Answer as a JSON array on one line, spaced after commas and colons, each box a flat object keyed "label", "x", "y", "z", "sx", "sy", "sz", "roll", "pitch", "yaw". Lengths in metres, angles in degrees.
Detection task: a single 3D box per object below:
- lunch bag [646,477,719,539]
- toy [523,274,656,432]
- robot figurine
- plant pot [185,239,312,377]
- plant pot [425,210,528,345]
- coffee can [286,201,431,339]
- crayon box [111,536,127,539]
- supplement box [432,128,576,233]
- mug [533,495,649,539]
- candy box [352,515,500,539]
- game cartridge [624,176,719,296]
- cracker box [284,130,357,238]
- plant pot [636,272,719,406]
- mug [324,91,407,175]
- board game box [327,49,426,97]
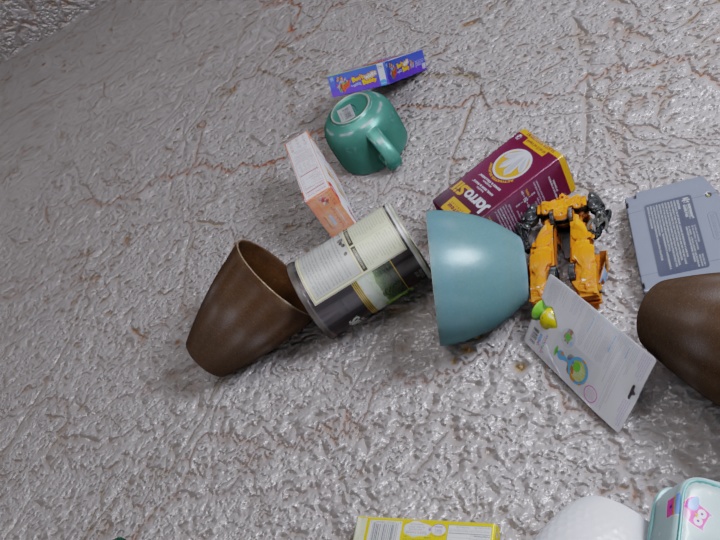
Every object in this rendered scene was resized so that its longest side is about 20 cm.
[{"label": "lunch bag", "x": 0.379, "y": 0.296, "z": 0.722, "sx": 0.199, "sy": 0.077, "sz": 0.161, "roll": 21, "pitch": 57, "yaw": 0}, {"label": "toy", "x": 0.308, "y": 0.103, "z": 0.996, "sx": 0.047, "sy": 0.115, "sz": 0.200, "roll": -4, "pitch": 33, "yaw": -32}, {"label": "robot figurine", "x": 0.307, "y": -0.032, "z": 1.125, "sx": 0.145, "sy": 0.058, "sz": 0.201, "roll": -9, "pitch": 50, "yaw": 26}, {"label": "plant pot", "x": -0.203, "y": 0.083, "z": 1.295, "sx": 0.200, "sy": 0.187, "sz": 0.187, "roll": -48, "pitch": 41, "yaw": 10}, {"label": "plant pot", "x": 0.173, "y": 0.004, "z": 1.100, "sx": 0.134, "sy": 0.200, "sz": 0.201, "roll": -7, "pitch": 48, "yaw": 7}, {"label": "coffee can", "x": 0.000, "y": 0.000, "z": 1.234, "sx": 0.200, "sy": 0.146, "sz": 0.147, "roll": -32, "pitch": 43, "yaw": 6}, {"label": "crayon box", "x": -0.430, "y": 0.525, "z": 1.127, "sx": 0.200, "sy": 0.058, "sz": 0.173, "roll": -26, "pitch": 44, "yaw": 12}, {"label": "supplement box", "x": 0.235, "y": -0.125, "z": 1.232, "sx": 0.200, "sy": 0.086, "sz": 0.110, "roll": -38, "pitch": 43, "yaw": -1}, {"label": "mug", "x": 0.260, "y": 0.349, "z": 0.780, "sx": 0.200, "sy": 0.148, "sz": 0.175, "roll": 30, "pitch": 64, "yaw": 15}, {"label": "candy box", "x": 0.076, "y": 0.370, "z": 0.952, "sx": 0.199, "sy": 0.026, "sz": 0.102, "roll": -7, "pitch": 53, "yaw": 29}, {"label": "game cartridge", "x": 0.455, "y": -0.042, "z": 1.054, "sx": 0.133, "sy": 0.042, "sz": 0.200, "roll": -11, "pitch": 49, "yaw": 20}, {"label": "cracker box", "x": -0.072, "y": -0.157, "z": 1.428, "sx": 0.058, "sy": 0.134, "sz": 0.200, "roll": -29, "pitch": 44, "yaw": 7}, {"label": "plant pot", "x": 0.432, "y": 0.078, "z": 0.869, "sx": 0.187, "sy": 0.187, "sz": 0.200, "roll": -49, "pitch": 30, "yaw": -13}, {"label": "mug", "x": 0.016, "y": -0.283, "z": 1.492, "sx": 0.185, "sy": 0.114, "sz": 0.152, "roll": 7, "pitch": 58, "yaw": 38}, {"label": "board game box", "x": 0.038, "y": -0.416, "z": 1.572, "sx": 0.134, "sy": 0.045, "sz": 0.200, "roll": -5, "pitch": 19, "yaw": 30}]
